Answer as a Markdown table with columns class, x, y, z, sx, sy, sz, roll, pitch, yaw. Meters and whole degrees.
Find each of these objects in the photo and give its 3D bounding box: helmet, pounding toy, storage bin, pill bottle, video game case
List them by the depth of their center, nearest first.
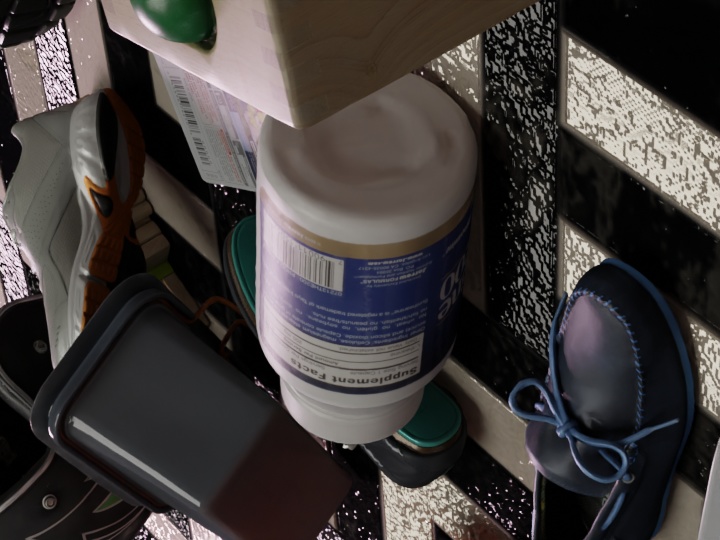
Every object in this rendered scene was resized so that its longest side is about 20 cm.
| class | x | y | z | sx | sy | sz | roll | pitch | yaw |
| --- | --- | --- | --- | --- | --- | --- | --- | --- | --- |
| pounding toy | -0.031 | -0.161 | 0.851 | 0.184 | 0.199 | 0.143 | 30 | 142 | 46 |
| pill bottle | 0.000 | 0.000 | 1.072 | 0.111 | 0.110 | 0.201 | 45 | 151 | 29 |
| video game case | -0.076 | -0.136 | 1.175 | 0.182 | 0.023 | 0.202 | 14 | 128 | 58 |
| storage bin | -0.090 | 0.104 | 1.324 | 0.134 | 0.146 | 0.200 | 31 | 170 | 28 |
| helmet | -0.230 | 0.128 | 1.456 | 0.192 | 0.198 | 0.200 | 68 | 156 | 7 |

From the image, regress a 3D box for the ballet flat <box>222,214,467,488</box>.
| class | x | y | z | sx | sy | sz | roll | pitch | yaw |
| --- | --- | --- | --- | --- | --- | --- | --- | --- | --- |
| ballet flat | -0.015 | 0.053 | 1.212 | 0.200 | 0.073 | 0.073 | 45 | 152 | 24 |

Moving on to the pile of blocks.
| class | x | y | z | sx | sy | sz | roll | pitch | yaw |
| --- | --- | --- | --- | --- | --- | --- | --- | --- | --- |
| pile of blocks | -0.179 | -0.019 | 1.447 | 0.082 | 0.062 | 0.202 | 3 | 119 | 61 |

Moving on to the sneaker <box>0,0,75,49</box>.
| class | x | y | z | sx | sy | sz | roll | pitch | yaw |
| --- | --- | --- | --- | --- | --- | --- | --- | --- | --- |
| sneaker | -0.218 | -0.219 | 1.314 | 0.080 | 0.075 | 0.200 | 62 | 150 | 21 |

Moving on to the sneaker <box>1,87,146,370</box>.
| class | x | y | z | sx | sy | sz | roll | pitch | yaw |
| --- | --- | --- | --- | --- | --- | --- | --- | --- | --- |
| sneaker | -0.194 | -0.016 | 1.352 | 0.076 | 0.091 | 0.202 | 34 | -128 | -58 |

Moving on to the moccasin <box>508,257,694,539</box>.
| class | x | y | z | sx | sy | sz | roll | pitch | yaw |
| --- | --- | --- | --- | --- | --- | --- | --- | --- | --- |
| moccasin | 0.117 | 0.086 | 0.996 | 0.080 | 0.068 | 0.201 | 37 | 147 | 39 |

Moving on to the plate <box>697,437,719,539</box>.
| class | x | y | z | sx | sy | sz | roll | pitch | yaw |
| --- | --- | --- | --- | --- | --- | --- | --- | --- | --- |
| plate | 0.231 | 0.187 | 0.935 | 0.199 | 0.032 | 0.201 | 42 | 150 | 32 |
